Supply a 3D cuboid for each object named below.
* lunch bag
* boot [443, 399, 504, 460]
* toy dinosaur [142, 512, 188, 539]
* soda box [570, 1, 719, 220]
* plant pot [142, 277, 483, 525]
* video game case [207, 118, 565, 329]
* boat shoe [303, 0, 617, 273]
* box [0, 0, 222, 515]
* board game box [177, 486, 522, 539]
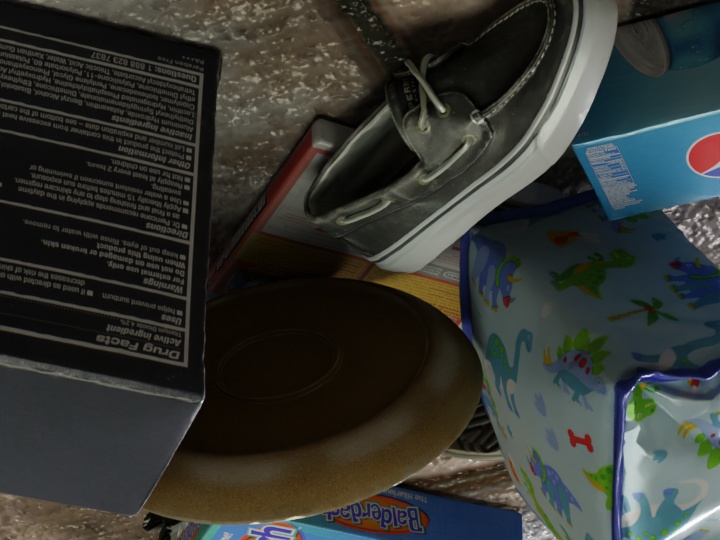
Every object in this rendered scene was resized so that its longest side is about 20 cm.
[{"bbox_3d":[0.134,0.083,1.174,0.127,0.170,0.200,-12,123,-19],"label":"lunch bag"},{"bbox_3d":[0.139,0.114,1.377,0.181,0.073,0.200,-7,150,12],"label":"boot"},{"bbox_3d":[-0.055,0.076,1.261,0.135,0.102,0.200,-13,158,-25],"label":"toy dinosaur"},{"bbox_3d":[0.199,-0.088,1.086,0.200,0.068,0.064,-13,142,17],"label":"soda box"},{"bbox_3d":[-0.040,0.055,1.162,0.200,0.200,0.028,-7,120,9],"label":"plant pot"},{"bbox_3d":[0.000,0.000,1.250,0.143,0.017,0.200,15,141,-20],"label":"video game case"},{"bbox_3d":[0.042,-0.068,1.098,0.071,0.072,0.200,17,133,-27],"label":"boat shoe"},{"bbox_3d":[-0.177,-0.012,1.079,0.200,0.199,0.123,12,142,-16],"label":"box"},{"bbox_3d":[-0.018,0.187,1.485,0.200,0.045,0.152,14,142,-17],"label":"board game box"}]
